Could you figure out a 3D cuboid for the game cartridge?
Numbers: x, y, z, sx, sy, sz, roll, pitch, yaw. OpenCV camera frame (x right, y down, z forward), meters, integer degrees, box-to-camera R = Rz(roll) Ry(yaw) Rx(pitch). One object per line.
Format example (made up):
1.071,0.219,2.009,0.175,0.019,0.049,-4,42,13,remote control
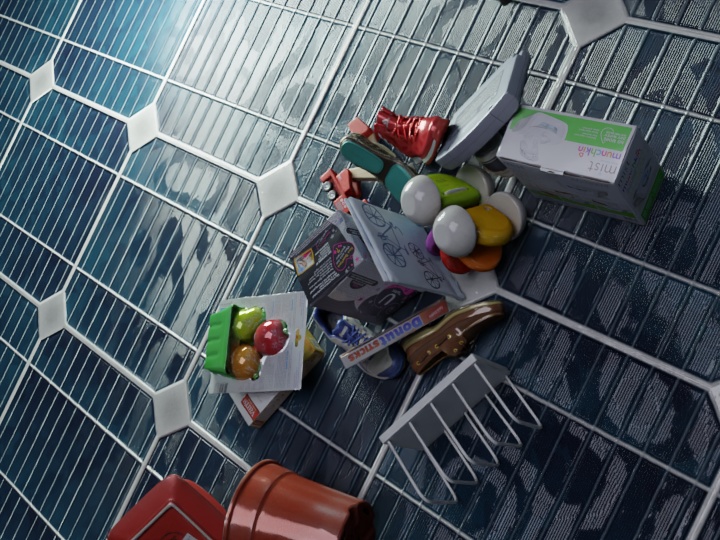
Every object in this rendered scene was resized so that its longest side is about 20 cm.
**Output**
0.196,-0.250,1.377,0.200,0.041,0.134,-42,26,51,game cartridge

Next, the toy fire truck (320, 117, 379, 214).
-0.001,-0.177,1.625,0.141,0.049,0.201,-39,58,16,toy fire truck

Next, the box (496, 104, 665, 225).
0.337,-0.160,1.311,0.199,0.176,0.097,20,84,37,box

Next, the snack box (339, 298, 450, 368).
0.057,0.106,1.433,0.199,0.072,0.024,-29,88,-4,snack box

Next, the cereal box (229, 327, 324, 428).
-0.173,0.179,1.628,0.200,0.039,0.144,-49,53,11,cereal box

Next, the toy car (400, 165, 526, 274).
0.165,-0.076,1.432,0.200,0.174,0.151,46,138,35,toy car

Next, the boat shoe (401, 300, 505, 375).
0.159,0.111,1.413,0.199,0.072,0.068,-31,64,29,boat shoe

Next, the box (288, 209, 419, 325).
0.000,0.000,1.467,0.132,0.199,0.115,-40,58,22,box

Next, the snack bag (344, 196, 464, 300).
0.074,-0.035,1.438,0.021,0.199,0.189,-46,53,26,snack bag

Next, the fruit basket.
-0.187,0.136,1.588,0.198,0.094,0.187,-5,69,19,fruit basket

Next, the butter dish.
-0.324,0.472,1.577,0.199,0.148,0.200,45,102,-6,butter dish

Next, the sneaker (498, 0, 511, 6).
0.268,-0.587,1.565,0.115,0.075,0.202,-28,60,21,sneaker

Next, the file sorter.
0.162,0.250,1.320,0.200,0.138,0.125,-44,58,14,file sorter

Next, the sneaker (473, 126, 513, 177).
0.221,-0.226,1.481,0.078,0.079,0.201,-38,32,22,sneaker

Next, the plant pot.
-0.091,0.433,1.407,0.193,0.201,0.203,8,79,27,plant pot

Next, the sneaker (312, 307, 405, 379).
-0.010,0.125,1.508,0.199,0.088,0.076,31,91,35,sneaker

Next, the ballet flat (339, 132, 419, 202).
0.054,-0.190,1.566,0.199,0.075,0.068,37,129,4,ballet flat

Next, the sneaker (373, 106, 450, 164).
0.079,-0.240,1.488,0.115,0.200,0.079,26,81,-6,sneaker
